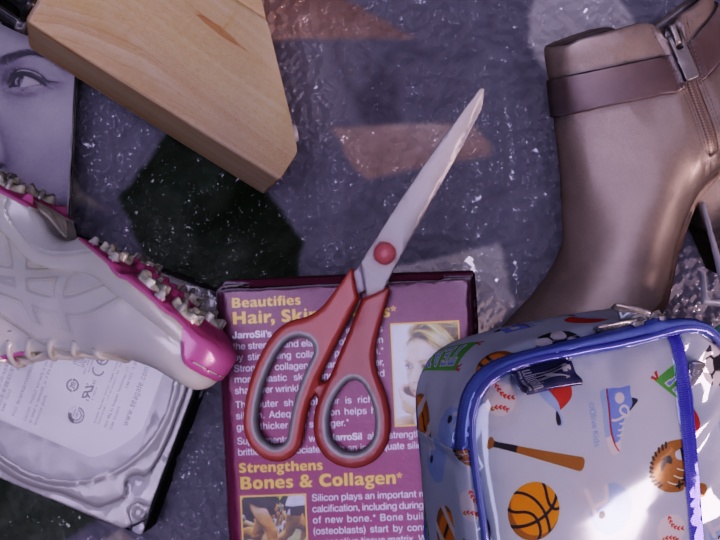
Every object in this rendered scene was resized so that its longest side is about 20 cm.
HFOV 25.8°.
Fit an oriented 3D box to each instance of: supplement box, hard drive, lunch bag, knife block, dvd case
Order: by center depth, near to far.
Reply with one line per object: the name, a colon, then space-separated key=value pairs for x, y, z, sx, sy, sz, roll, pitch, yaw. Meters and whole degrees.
lunch bag: x=0.111 y=0.114 z=0.736 sx=0.159 sy=0.075 sz=0.202 roll=-9 pitch=99 yaw=-20
supplement box: x=0.000 y=0.103 z=0.813 sx=0.130 sy=0.103 sz=0.202 roll=-2 pitch=90 yaw=6
knife block: x=-0.138 y=-0.126 z=0.825 sx=0.174 sy=0.064 sz=0.202 roll=-14 pitch=89 yaw=-11
dvd case: x=-0.228 y=-0.068 z=0.850 sx=0.147 sy=0.016 sz=0.202 roll=0 pitch=75 yaw=1
hard drive: x=-0.183 y=0.044 z=0.864 sx=0.198 sy=0.038 sz=0.141 roll=22 pitch=91 yaw=6

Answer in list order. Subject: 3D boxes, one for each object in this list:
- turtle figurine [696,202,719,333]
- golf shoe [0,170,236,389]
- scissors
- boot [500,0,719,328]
turtle figurine: x=0.258 y=0.030 z=0.755 sx=0.149 sy=0.100 sz=0.201 roll=-34 pitch=72 yaw=22
golf shoe: x=-0.149 y=0.019 z=0.776 sx=0.199 sy=0.075 sz=0.092 roll=30 pitch=90 yaw=28
scissors: x=0.000 y=0.000 z=0.755 sx=0.073 sy=0.014 sz=0.202 roll=17 pitch=92 yaw=7
boot: x=0.127 y=-0.048 z=0.807 sx=0.199 sy=0.070 sz=0.147 roll=-26 pitch=103 yaw=-15
